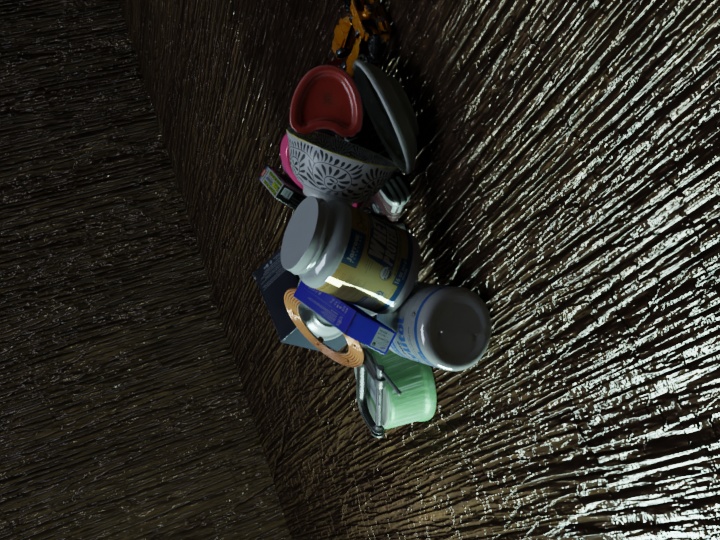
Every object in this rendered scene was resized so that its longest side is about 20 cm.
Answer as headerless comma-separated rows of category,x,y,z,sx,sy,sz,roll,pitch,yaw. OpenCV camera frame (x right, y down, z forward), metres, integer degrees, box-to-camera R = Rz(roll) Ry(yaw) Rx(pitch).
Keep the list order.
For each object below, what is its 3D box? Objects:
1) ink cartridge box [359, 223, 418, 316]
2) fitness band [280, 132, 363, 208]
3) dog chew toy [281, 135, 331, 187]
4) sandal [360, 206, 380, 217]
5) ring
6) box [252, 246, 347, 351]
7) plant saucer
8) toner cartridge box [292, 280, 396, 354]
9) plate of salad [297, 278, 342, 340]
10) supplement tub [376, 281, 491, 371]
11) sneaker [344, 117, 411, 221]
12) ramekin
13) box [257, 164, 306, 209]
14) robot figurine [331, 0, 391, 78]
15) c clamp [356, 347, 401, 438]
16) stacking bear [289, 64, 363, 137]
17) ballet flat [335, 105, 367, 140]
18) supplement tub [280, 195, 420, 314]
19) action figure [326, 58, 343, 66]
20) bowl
ink cartridge box,0.000,0.000,1.758,0.199,0.145,0.148,5,112,69
fitness band,-0.073,-0.184,1.729,0.199,0.037,0.145,36,150,19
dog chew toy,-0.083,-0.220,1.857,0.199,0.122,0.127,-154,51,-64
sandal,-0.005,-0.094,1.713,0.200,0.074,0.044,-71,-36,-79
ring,-0.067,0.106,1.765,0.199,0.019,0.202,34,153,20
box,-0.112,0.068,2.031,0.104,0.199,0.184,-38,61,22
plant saucer,0.052,-0.260,1.520,0.203,0.049,0.200,64,177,7
toner cartridge box,-0.029,0.074,1.562,0.044,0.094,0.199,-59,33,0
plate of salad,-0.064,0.042,1.897,0.047,0.198,0.204,14,121,42
supplement tub,0.118,0.088,1.527,0.199,0.129,0.135,-178,73,-69
sneaker,0.021,-0.173,1.685,0.116,0.074,0.203,103,146,-59
ramekin,0.062,0.210,1.819,0.200,0.096,0.205,164,90,-70
box,-0.115,-0.144,1.937,0.035,0.198,0.110,-53,37,9
robot figurine,0.000,-0.398,1.591,0.200,0.057,0.148,129,123,-67
c clamp,0.024,0.241,1.758,0.172,0.027,0.203,-124,27,-42
stacking bear,-0.046,-0.281,1.579,0.200,0.118,0.117,-47,-39,-84
ballet flat,-0.018,-0.260,1.743,0.074,0.073,0.205,-146,47,-61
supplement tub,-0.016,-0.026,1.502,0.144,0.197,0.147,-42,37,42
action figure,-0.057,-0.342,1.807,0.200,0.051,0.067,131,126,-73
bowl,-0.043,-0.162,1.549,0.200,0.197,0.096,41,114,57
